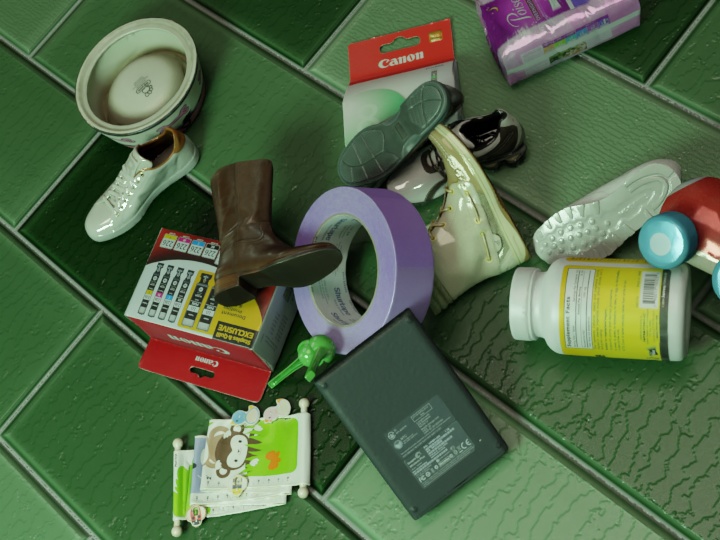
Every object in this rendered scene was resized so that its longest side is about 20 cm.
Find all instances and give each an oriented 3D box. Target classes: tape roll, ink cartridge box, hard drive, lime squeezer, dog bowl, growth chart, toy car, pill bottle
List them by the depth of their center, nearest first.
[{"bbox_3d":[0.429,-0.090,1.279,0.176,0.183,0.202,31,120,29],"label":"toy car"},{"bbox_3d":[0.058,0.165,1.355,0.139,0.033,0.201,-36,97,0],"label":"hard drive"},{"bbox_3d":[0.276,0.043,1.357,0.197,0.113,0.114,3,66,21],"label":"pill bottle"},{"bbox_3d":[-0.063,0.113,1.424,0.037,0.200,0.071,30,75,-12],"label":"lime squeezer"},{"bbox_3d":[0.000,0.000,1.440,0.199,0.065,0.203,-1,88,49],"label":"tape roll"},{"bbox_3d":[-0.149,0.239,1.468,0.197,0.018,0.146,-16,60,10],"label":"growth chart"},{"bbox_3d":[-0.195,0.057,1.533,0.197,0.084,0.178,12,70,23],"label":"ink cartridge box"},{"bbox_3d":[0.055,-0.259,1.619,0.159,0.050,0.203,-11,64,14],"label":"ink cartridge box"},{"bbox_3d":[-0.318,-0.270,1.740,0.197,0.074,0.203,-8,63,15],"label":"dog bowl"}]

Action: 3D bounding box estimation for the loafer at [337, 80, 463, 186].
[{"bbox_3d":[0.055,-0.171,1.526,0.199,0.063,0.073,-36,72,35],"label":"loafer"}]

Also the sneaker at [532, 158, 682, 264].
[{"bbox_3d":[0.302,-0.070,1.432,0.198,0.081,0.077,-28,101,23],"label":"sneaker"}]

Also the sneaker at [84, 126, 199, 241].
[{"bbox_3d":[-0.326,-0.130,1.670,0.200,0.085,0.073,-44,61,-3],"label":"sneaker"}]

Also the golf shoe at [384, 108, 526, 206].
[{"bbox_3d":[0.114,-0.154,1.521,0.198,0.095,0.078,-26,61,8],"label":"golf shoe"}]

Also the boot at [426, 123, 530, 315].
[{"bbox_3d":[0.099,-0.062,1.451,0.154,0.072,0.201,-31,99,6],"label":"boot"}]

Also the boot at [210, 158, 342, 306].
[{"bbox_3d":[-0.111,-0.071,1.480,0.184,0.064,0.202,-16,55,19],"label":"boot"}]

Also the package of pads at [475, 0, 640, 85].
[{"bbox_3d":[0.261,-0.345,1.571,0.198,0.076,0.122,-24,57,7],"label":"package of pads"}]
